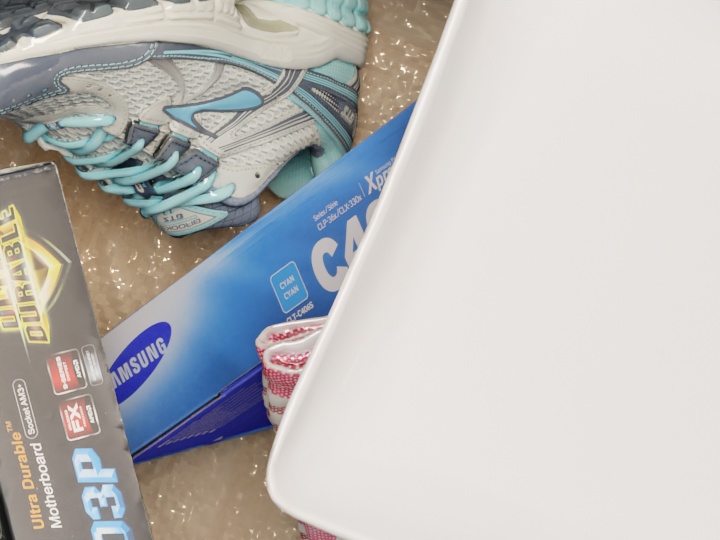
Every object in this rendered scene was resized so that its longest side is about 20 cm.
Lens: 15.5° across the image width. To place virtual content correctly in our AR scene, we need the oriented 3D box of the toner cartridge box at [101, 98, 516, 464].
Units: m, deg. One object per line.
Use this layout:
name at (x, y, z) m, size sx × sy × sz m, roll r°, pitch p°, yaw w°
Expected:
toner cartridge box at (0.000, 0.000, 0.867) m, size 0.200 × 0.095 × 0.043 m, roll -35°, pitch 73°, yaw 40°

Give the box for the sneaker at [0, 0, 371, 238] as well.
sneaker at (-0.063, -0.052, 0.890) m, size 0.077 × 0.200 × 0.087 m, roll 2°, pitch 97°, yaw 40°

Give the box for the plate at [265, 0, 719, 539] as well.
plate at (0.089, 0.007, 0.767) m, size 0.200 × 0.032 × 0.200 m, roll 24°, pitch 85°, yaw -20°

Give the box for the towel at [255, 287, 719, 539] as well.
towel at (0.047, 0.064, 0.878) m, size 0.146 × 0.200 × 0.030 m, roll -10°, pitch 58°, yaw 0°

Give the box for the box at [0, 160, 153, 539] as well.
box at (-0.108, 0.074, 0.882) m, size 0.046 × 0.159 × 0.201 m, roll -14°, pitch 87°, yaw -16°
